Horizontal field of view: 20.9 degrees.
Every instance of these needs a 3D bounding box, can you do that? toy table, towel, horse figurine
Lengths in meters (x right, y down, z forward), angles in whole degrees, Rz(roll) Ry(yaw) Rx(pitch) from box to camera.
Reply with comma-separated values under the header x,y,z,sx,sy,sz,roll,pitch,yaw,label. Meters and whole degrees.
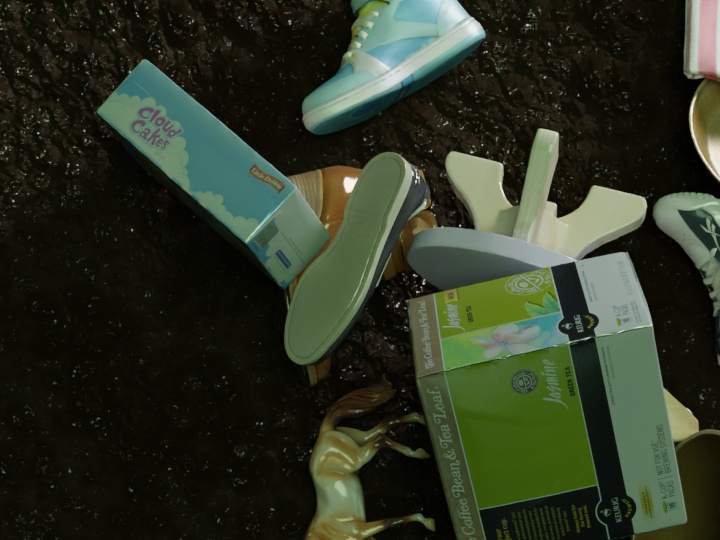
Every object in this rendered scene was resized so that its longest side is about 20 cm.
x,y,z,sx,sy,sz,roll,pitch,yaw,label
0.153,-0.031,1.729,0.199,0.184,0.117,20,67,2,toy table
0.407,-0.227,1.881,0.199,0.030,0.147,11,60,-3,towel
0.000,0.193,1.725,0.132,0.050,0.201,-3,86,8,horse figurine

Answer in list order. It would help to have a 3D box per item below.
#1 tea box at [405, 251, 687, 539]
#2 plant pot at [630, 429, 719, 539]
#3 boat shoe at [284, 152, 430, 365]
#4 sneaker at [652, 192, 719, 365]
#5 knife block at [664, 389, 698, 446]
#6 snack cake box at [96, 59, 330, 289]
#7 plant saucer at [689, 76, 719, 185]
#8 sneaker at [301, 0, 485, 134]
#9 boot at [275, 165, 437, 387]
x,y,z,sx,sy,sz,roll,pitch,yaw,label
0.153,0.117,1.627,0.196,0.134,0.201,-12,118,3,tea box
0.369,0.257,1.718,0.199,0.186,0.187,18,75,-18,plant pot
0.003,-0.002,1.698,0.073,0.063,0.201,23,84,41,boat shoe
0.342,0.023,1.804,0.199,0.079,0.130,33,66,-10,sneaker
0.178,0.141,1.762,0.200,0.064,0.176,42,76,2,knife block
-0.127,-0.083,1.702,0.200,0.115,0.067,40,84,25,snack cake box
0.401,-0.114,1.840,0.199,0.035,0.201,6,53,-8,plant saucer
0.004,-0.218,1.811,0.200,0.080,0.131,-31,85,-23,sneaker
0.000,0.000,1.765,0.154,0.074,0.201,-5,81,-14,boot
